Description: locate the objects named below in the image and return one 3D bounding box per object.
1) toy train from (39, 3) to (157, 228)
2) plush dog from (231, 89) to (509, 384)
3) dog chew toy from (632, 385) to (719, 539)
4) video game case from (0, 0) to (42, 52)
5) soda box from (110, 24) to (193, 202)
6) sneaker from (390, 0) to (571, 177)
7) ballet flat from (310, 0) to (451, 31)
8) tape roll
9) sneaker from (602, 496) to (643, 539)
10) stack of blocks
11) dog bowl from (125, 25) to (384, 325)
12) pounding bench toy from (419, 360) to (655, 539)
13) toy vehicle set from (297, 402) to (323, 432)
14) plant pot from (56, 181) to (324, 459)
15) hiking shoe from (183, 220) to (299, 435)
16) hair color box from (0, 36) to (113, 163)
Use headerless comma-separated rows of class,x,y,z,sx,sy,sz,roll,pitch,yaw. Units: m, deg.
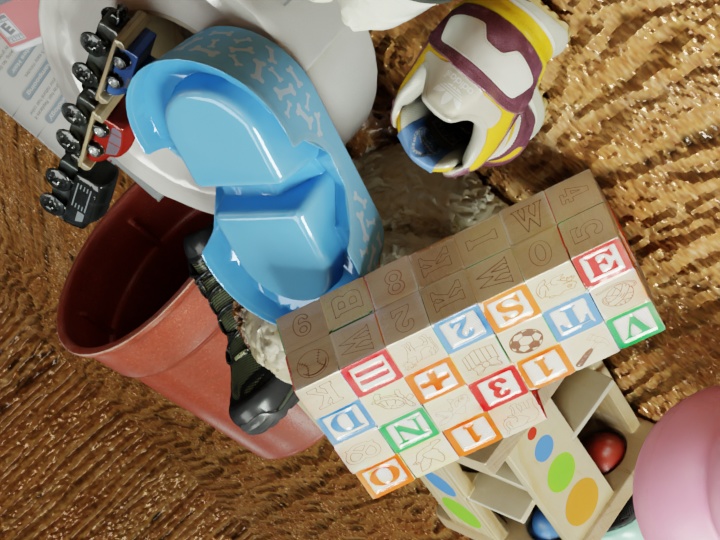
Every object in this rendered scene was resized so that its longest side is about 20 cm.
toy train,-0.155,-0.088,1.471,0.046,0.034,0.200,31,143,5
plush dog,0.000,0.000,1.530,0.161,0.172,0.200,49,166,-25
dog chew toy,0.237,0.121,1.364,0.125,0.125,0.200,45,158,-12
video game case,-0.253,-0.242,1.700,0.143,0.017,0.200,-13,128,40
soda box,-0.113,-0.119,1.624,0.068,0.064,0.200,42,153,-3
sneaker,0.051,-0.086,1.296,0.075,0.090,0.200,40,166,10
ballet flat,0.002,-0.162,1.242,0.068,0.069,0.200,-4,-154,-37
tape roll,-0.091,-0.130,1.460,0.202,0.071,0.203,24,140,21
sneaker,0.191,0.218,1.869,0.140,0.078,0.200,49,166,-22
stack of blocks,0.067,0.038,1.397,0.115,0.199,0.059,56,-168,-45
dog bowl,-0.054,-0.054,1.406,0.111,0.050,0.200,0,131,38
pounding bench toy,0.080,0.098,1.667,0.200,0.124,0.156,20,155,43
toy vehicle set,-0.002,0.056,1.774,0.026,0.125,0.200,10,159,24
plant pot,-0.100,0.035,1.932,0.195,0.201,0.201,40,169,-29
hiking shoe,-0.081,0.017,1.646,0.100,0.201,0.076,27,136,-28
hair color box,-0.243,-0.171,1.827,0.200,0.099,0.061,39,-170,14
